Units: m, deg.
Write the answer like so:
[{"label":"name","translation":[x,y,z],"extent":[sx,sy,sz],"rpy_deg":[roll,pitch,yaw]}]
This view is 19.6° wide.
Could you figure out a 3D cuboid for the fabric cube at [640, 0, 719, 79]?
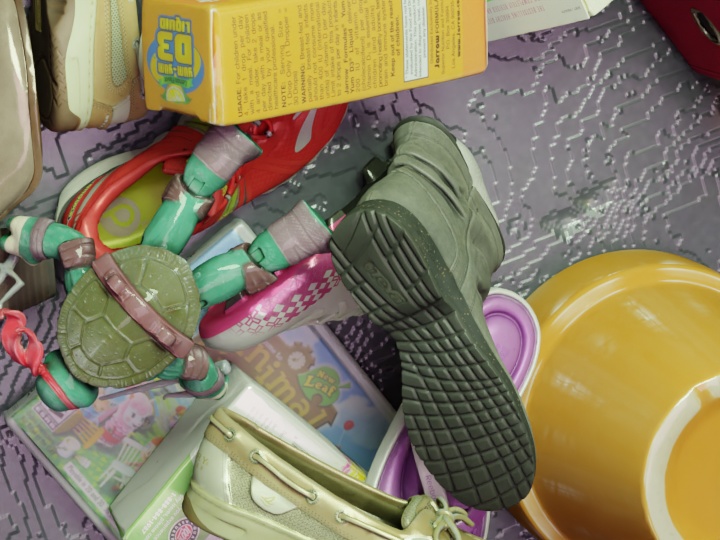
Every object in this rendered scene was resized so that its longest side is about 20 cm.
[{"label":"fabric cube","translation":[0.233,-0.243,1.181],"extent":[0.200,0.196,0.199],"rpy_deg":[-44,107,-4]}]

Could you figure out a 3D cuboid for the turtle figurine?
[{"label":"turtle figurine","translation":[-0.114,0.017,1.114],"extent":[0.200,0.101,0.150],"rpy_deg":[-41,109,2]}]

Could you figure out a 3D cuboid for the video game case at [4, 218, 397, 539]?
[{"label":"video game case","translation":[-0.080,0.102,1.246],"extent":[0.182,0.022,0.200],"rpy_deg":[-40,106,-5]}]

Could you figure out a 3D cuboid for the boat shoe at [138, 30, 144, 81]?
[{"label":"boat shoe","translation":[-0.069,-0.192,1.163],"extent":[0.062,0.071,0.201],"rpy_deg":[15,92,21]}]

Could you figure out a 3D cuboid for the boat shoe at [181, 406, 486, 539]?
[{"label":"boat shoe","translation":[0.004,0.134,1.135],"extent":[0.199,0.073,0.064],"rpy_deg":[18,99,7]}]

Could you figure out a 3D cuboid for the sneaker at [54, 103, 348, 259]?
[{"label":"sneaker","translation":[-0.082,-0.057,1.187],"extent":[0.200,0.085,0.077],"rpy_deg":[-37,107,-6]}]

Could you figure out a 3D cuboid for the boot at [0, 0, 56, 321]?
[{"label":"boot","translation":[-0.248,-0.050,1.154],"extent":[0.145,0.070,0.202],"rpy_deg":[-7,100,-11]}]

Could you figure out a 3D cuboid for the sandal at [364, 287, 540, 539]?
[{"label":"sandal","translation":[0.054,0.103,1.192],"extent":[0.082,0.050,0.204],"rpy_deg":[21,77,-21]}]

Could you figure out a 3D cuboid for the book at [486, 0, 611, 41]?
[{"label":"book","translation":[0.053,-0.227,1.171],"extent":[0.048,0.133,0.201],"rpy_deg":[-40,109,-34]}]

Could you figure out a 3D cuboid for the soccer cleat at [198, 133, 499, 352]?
[{"label":"soccer cleat","translation":[0.000,0.000,1.211],"extent":[0.200,0.070,0.087],"rpy_deg":[-39,106,-19]}]

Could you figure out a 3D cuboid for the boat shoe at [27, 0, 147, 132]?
[{"label":"boat shoe","translation":[-0.145,-0.179,1.166],"extent":[0.076,0.072,0.201],"rpy_deg":[-7,111,-26]}]

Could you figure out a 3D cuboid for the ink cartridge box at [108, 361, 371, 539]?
[{"label":"ink cartridge box","translation":[-0.034,0.163,1.223],"extent":[0.200,0.067,0.117],"rpy_deg":[41,86,-17]}]

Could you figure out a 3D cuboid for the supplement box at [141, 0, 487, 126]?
[{"label":"supplement box","translation":[-0.022,-0.128,1.136],"extent":[0.199,0.066,0.069],"rpy_deg":[-18,113,-40]}]

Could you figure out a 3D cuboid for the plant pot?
[{"label":"plant pot","translation":[0.190,0.101,1.233],"extent":[0.199,0.183,0.202],"rpy_deg":[-2,100,-14]}]

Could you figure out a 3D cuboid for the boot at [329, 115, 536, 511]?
[{"label":"boot","translation":[0.060,0.020,1.155],"extent":[0.067,0.131,0.201],"rpy_deg":[-15,111,28]}]
